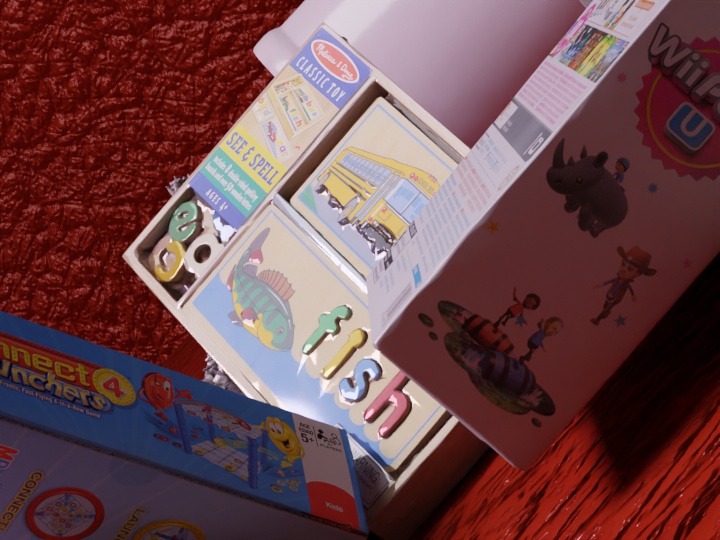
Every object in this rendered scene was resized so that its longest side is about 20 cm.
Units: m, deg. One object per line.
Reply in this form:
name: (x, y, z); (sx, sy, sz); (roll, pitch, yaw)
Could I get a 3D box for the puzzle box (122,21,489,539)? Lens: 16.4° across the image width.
puzzle box: (0.000, 0.000, 0.983); (0.133, 0.025, 0.200); (-49, 47, 2)

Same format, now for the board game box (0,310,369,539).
board game box: (-0.132, 0.113, 0.908); (0.200, 0.195, 0.056); (-52, 31, 30)

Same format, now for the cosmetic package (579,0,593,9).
cosmetic package: (0.164, -0.147, 0.866); (0.200, 0.083, 0.051); (-37, 9, 21)

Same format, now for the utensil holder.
utensil holder: (0.068, -0.137, 1.389); (0.200, 0.170, 0.170); (-46, 5, 4)

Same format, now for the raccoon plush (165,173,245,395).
raccoon plush: (0.002, 0.000, 1.055); (0.199, 0.135, 0.097); (-21, -25, 28)

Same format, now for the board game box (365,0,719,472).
board game box: (0.088, -0.045, 0.765); (0.200, 0.064, 0.148); (-51, 6, 6)
